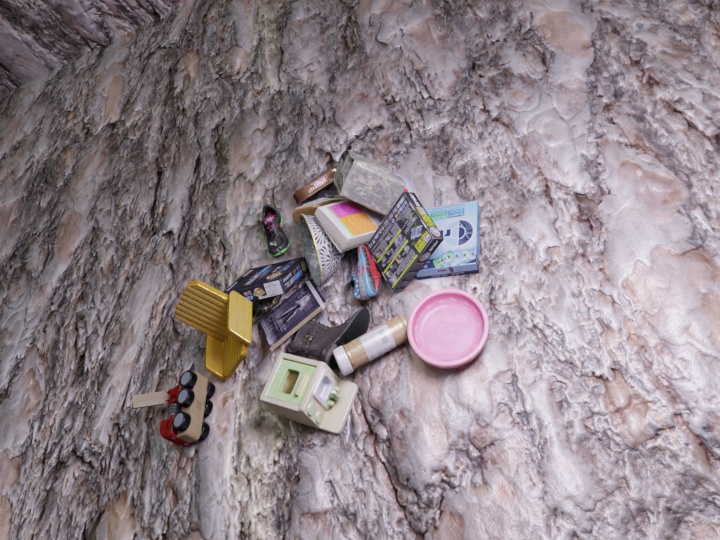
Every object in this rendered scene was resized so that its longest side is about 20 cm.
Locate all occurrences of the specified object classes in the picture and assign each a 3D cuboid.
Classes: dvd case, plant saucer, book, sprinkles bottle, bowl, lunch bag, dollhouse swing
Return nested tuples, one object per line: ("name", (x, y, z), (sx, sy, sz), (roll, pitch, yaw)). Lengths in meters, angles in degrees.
("dvd case", (-0.188, 0.119, 1.711), (0.198, 0.016, 0.149), (-40, 32, -2))
("plant saucer", (0.210, 0.142, 1.477), (0.194, 0.051, 0.206), (-9, 56, 13))
("book", (-0.015, -0.136, 1.687), (0.197, 0.048, 0.135), (-19, 63, -44))
("sprinkles bottle", (0.030, 0.182, 1.523), (0.196, 0.069, 0.069), (-27, 48, -6))
("bowl", (-0.101, -0.069, 1.735), (0.091, 0.205, 0.203), (-16, 46, -15))
("lunch bag", (0.018, -0.245, 1.699), (0.120, 0.160, 0.201), (-63, 17, 17))
("dollhouse swing", (-0.403, 0.161, 1.655), (0.201, 0.171, 0.186), (-49, 36, 39))

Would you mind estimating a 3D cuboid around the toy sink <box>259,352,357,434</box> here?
("toy sink", (-0.126, 0.296, 1.512), (0.195, 0.113, 0.133), (9, 61, 31))

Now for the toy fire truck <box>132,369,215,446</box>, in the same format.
("toy fire truck", (-0.509, 0.375, 1.662), (0.196, 0.128, 0.180), (-23, 49, 26))

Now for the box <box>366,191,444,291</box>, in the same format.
("box", (0.110, -0.073, 1.604), (0.202, 0.043, 0.162), (-54, 54, 35))

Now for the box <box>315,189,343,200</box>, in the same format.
("box", (-0.064, -0.158, 1.849), (0.195, 0.049, 0.162), (8, 61, 31))

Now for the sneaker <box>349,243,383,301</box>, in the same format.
("sneaker", (0.000, 0.000, 1.681), (0.095, 0.079, 0.203), (-36, 33, 23))

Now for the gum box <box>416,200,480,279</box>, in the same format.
("gum box", (0.232, -0.082, 1.642), (0.165, 0.045, 0.205), (-7, 55, 23))

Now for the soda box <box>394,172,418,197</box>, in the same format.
("soda box", (0.123, -0.182, 1.722), (0.069, 0.062, 0.203), (-56, 28, 34))

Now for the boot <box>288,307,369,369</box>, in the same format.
("boot", (-0.085, 0.156, 1.626), (0.171, 0.070, 0.201), (19, 61, 44))

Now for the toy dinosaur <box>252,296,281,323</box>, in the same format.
("toy dinosaur", (-0.297, 0.123, 1.749), (0.199, 0.088, 0.048), (-41, 73, -3))

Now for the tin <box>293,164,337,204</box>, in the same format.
("tin", (-0.124, -0.275, 1.932), (0.197, 0.043, 0.112), (-32, 14, 2))

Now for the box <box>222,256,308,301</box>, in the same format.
("box", (-0.267, 0.030, 1.752), (0.192, 0.051, 0.200), (-11, 16, 20))

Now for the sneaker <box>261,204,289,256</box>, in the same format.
("sneaker", (-0.272, -0.124, 1.909), (0.075, 0.084, 0.203), (-28, 49, 6))

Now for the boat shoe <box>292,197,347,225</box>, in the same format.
("boat shoe", (-0.101, -0.182, 1.806), (0.193, 0.073, 0.070), (-5, 27, 8))
